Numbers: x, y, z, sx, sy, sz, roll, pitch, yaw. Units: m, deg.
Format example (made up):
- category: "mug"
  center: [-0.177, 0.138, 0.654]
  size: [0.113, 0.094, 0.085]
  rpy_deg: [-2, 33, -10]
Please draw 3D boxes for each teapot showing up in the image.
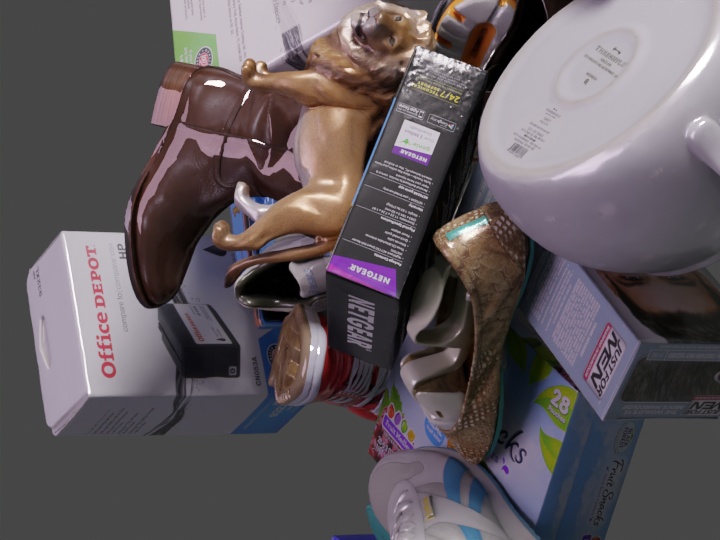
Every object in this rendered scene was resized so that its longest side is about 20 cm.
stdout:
- category: "teapot"
  center: [0.175, -0.067, 1.165]
  size: [0.197, 0.146, 0.200]
  rpy_deg: [-21, 36, 37]

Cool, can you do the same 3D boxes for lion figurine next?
- category: "lion figurine"
  center: [-0.022, -0.080, 1.357]
  size: [0.072, 0.122, 0.201]
  rpy_deg: [11, -93, -80]

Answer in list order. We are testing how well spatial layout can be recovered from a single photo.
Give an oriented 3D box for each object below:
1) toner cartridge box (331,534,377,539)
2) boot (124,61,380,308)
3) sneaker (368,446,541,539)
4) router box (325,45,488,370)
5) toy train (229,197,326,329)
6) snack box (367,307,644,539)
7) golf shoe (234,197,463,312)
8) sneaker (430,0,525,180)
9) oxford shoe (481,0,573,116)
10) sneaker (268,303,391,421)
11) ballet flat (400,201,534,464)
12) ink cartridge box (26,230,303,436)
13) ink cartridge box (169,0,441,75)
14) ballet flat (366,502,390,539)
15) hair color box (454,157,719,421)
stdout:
- category: "toner cartridge box"
  center: [0.036, 0.267, 1.479]
  size: [0.200, 0.043, 0.095]
  rpy_deg: [29, 113, 57]
- category: "boot"
  center: [-0.061, -0.044, 1.444]
  size: [0.200, 0.064, 0.187]
  rpy_deg: [14, 101, 25]
- category: "sneaker"
  center: [0.050, 0.170, 1.294]
  size: [0.200, 0.081, 0.077]
  rpy_deg: [39, 128, 54]
- category: "router box"
  center: [0.027, -0.033, 1.283]
  size: [0.200, 0.051, 0.149]
  rpy_deg: [91, -160, -75]
- category: "toy train"
  center: [-0.059, -0.045, 1.625]
  size: [0.114, 0.086, 0.200]
  rpy_deg: [144, 121, -64]
- category: "snack box"
  center: [0.093, 0.100, 1.365]
  size: [0.200, 0.068, 0.169]
  rpy_deg: [46, 128, 49]
- category: "golf shoe"
  center: [0.000, 0.000, 1.464]
  size: [0.200, 0.097, 0.078]
  rpy_deg: [-15, 98, 37]
- category: "sneaker"
  center: [0.067, -0.133, 1.431]
  size: [0.200, 0.078, 0.077]
  rpy_deg: [121, 165, -46]
- category: "oxford shoe"
  center: [0.104, -0.099, 1.343]
  size: [0.073, 0.084, 0.200]
  rpy_deg: [38, 123, 52]
- category: "sneaker"
  center: [-0.003, 0.071, 1.459]
  size: [0.200, 0.112, 0.071]
  rpy_deg: [-175, 100, -85]
- category: "ballet flat"
  center: [0.056, 0.043, 1.256]
  size: [0.071, 0.065, 0.200]
  rpy_deg: [-123, 30, -45]
- category: "ink cartridge box"
  center: [-0.152, 0.051, 1.657]
  size: [0.084, 0.200, 0.145]
  rpy_deg: [-43, 52, 51]
- category: "ink cartridge box"
  center: [-0.040, -0.200, 1.518]
  size: [0.200, 0.084, 0.146]
  rpy_deg: [-25, 59, 33]
- category: "ballet flat"
  center: [0.061, 0.197, 1.404]
  size: [0.200, 0.064, 0.068]
  rpy_deg: [-129, 23, -61]
- category: "hair color box"
  center: [0.147, 0.005, 1.246]
  size: [0.200, 0.099, 0.061]
  rpy_deg: [57, 135, 44]
